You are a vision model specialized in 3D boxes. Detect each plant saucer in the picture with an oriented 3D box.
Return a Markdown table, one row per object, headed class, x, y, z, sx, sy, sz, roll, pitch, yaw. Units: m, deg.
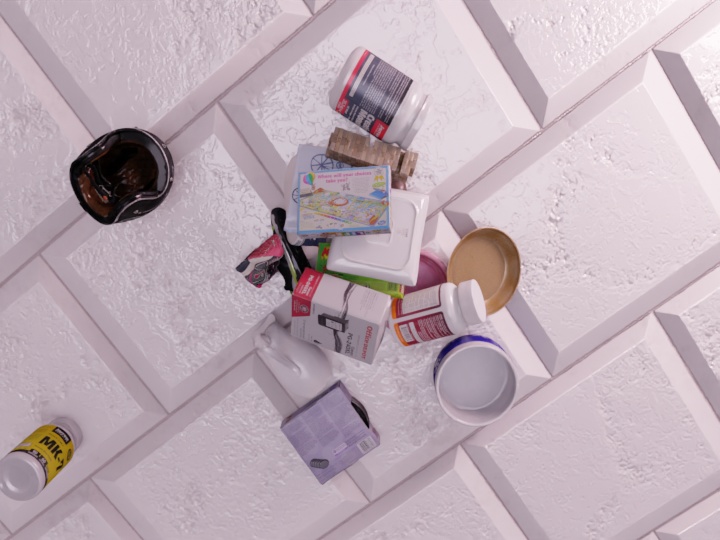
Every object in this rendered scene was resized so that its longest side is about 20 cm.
| class | x | y | z | sx | sy | sz | roll | pitch | yaw |
| --- | --- | --- | --- | --- | --- | --- | --- | --- | --- |
| plant saucer | 0.276 | 0.002 | 1.325 | 0.194 | 0.035 | 0.207 | -4 | 101 | -20 |
| plant saucer | 0.119 | 0.047 | 1.355 | 0.194 | 0.051 | 0.207 | 0 | 103 | 1 |

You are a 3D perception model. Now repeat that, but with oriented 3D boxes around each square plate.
| class | x | y | z | sx | sy | sz | roll | pitch | yaw |
| --- | --- | --- | --- | --- | --- | --- | --- | --- | --- |
| square plate | 0.039 | -0.085 | 1.221 | 0.192 | 0.028 | 0.206 | 11 | 79 | -1 |

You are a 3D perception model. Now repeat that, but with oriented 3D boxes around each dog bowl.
| class | x | y | z | sx | sy | sz | roll | pitch | yaw |
| --- | --- | --- | --- | --- | --- | --- | --- | --- | --- |
| dog bowl | 0.272 | 0.261 | 1.382 | 0.194 | 0.079 | 0.207 | 0 | 103 | 1 |

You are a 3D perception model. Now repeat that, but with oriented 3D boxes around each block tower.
| class | x | y | z | sx | sy | sz | roll | pitch | yaw |
| --- | --- | --- | --- | --- | --- | --- | --- | --- | --- |
| block tower | 0.023 | -0.246 | 1.236 | 0.194 | 0.058 | 0.055 | 17 | 79 | 0 |

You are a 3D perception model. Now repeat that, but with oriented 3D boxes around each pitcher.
| class | x | y | z | sx | sy | sz | roll | pitch | yaw |
| --- | --- | --- | --- | --- | --- | --- | --- | --- | --- |
| pitcher | -0.163 | 0.205 | 1.332 | 0.200 | 0.172 | 0.122 | 43 | 95 | -7 |

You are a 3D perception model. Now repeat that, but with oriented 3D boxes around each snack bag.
| class | x | y | z | sx | sy | sz | roll | pitch | yaw |
| --- | --- | --- | --- | --- | --- | --- | --- | --- | --- |
| snack bag | -0.060 | -0.164 | 1.255 | 0.183 | 0.021 | 0.206 | 9 | 79 | -3 |

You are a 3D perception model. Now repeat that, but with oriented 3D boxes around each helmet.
| class | x | y | z | sx | sy | sz | roll | pitch | yaw |
| --- | --- | --- | --- | --- | --- | --- | --- | --- | --- |
| helmet | -0.499 | -0.207 | 1.244 | 0.196 | 0.191 | 0.204 | 21 | 133 | 24 |

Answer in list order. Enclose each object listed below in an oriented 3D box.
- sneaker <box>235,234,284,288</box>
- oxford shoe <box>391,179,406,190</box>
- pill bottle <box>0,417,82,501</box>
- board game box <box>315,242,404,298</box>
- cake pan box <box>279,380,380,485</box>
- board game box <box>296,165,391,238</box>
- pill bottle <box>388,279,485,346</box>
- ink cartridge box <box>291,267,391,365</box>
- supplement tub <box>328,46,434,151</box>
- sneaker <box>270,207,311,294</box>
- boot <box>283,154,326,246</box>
| class | x | y | z | sx | sy | sz | roll | pitch | yaw |
| --- | --- | --- | --- | --- | --- | --- | --- | --- | --- |
| sneaker | -0.210 | -0.019 | 1.294 | 0.075 | 0.199 | 0.081 | 47 | 61 | -10 |
| oxford shoe | 0.008 | -0.180 | 1.309 | 0.193 | 0.071 | 0.075 | -2 | 83 | -3 |
| pill bottle | -0.757 | 0.440 | 1.381 | 0.111 | 0.200 | 0.118 | 0 | 103 | 1 |
| board game box | 0.000 | 0.000 | 1.269 | 0.194 | 0.048 | 0.105 | 4 | 79 | 16 |
| cake pan box | -0.071 | 0.399 | 1.434 | 0.198 | 0.052 | 0.186 | -36 | 101 | 8 |
| board game box | -0.033 | -0.141 | 1.197 | 0.194 | 0.034 | 0.139 | -2 | 76 | 10 |
| pill bottle | 0.164 | 0.091 | 1.254 | 0.195 | 0.110 | 0.112 | -17 | 102 | 25 |
| ink cartridge box | -0.044 | 0.099 | 1.233 | 0.195 | 0.084 | 0.147 | 18 | 137 | 9 |
| supplement tub | 0.043 | -0.360 | 1.224 | 0.197 | 0.141 | 0.142 | 31 | 101 | -5 |
| sneaker | -0.178 | -0.040 | 1.331 | 0.081 | 0.071 | 0.205 | -19 | 91 | 28 |
| boot | -0.120 | -0.154 | 1.316 | 0.089 | 0.072 | 0.207 | 6 | 82 | -42 |
